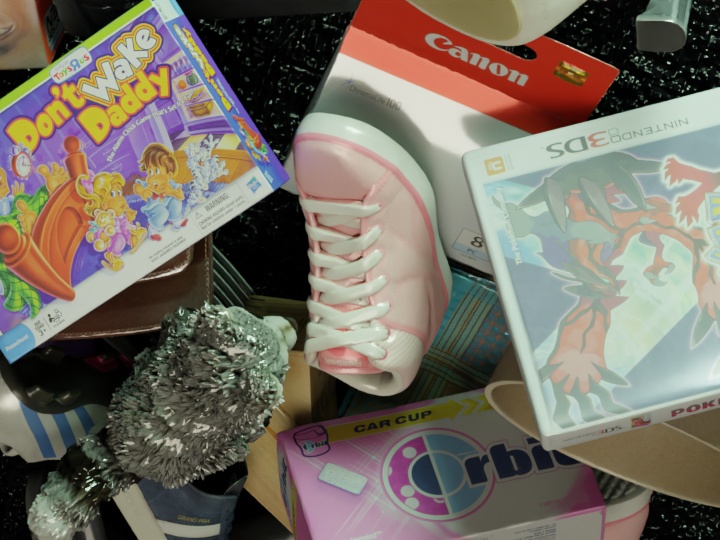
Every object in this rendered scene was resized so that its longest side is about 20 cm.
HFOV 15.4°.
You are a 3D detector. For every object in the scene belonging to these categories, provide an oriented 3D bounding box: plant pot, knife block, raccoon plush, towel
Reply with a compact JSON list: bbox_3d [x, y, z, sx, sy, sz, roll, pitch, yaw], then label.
[{"bbox_3d":[0.197,0.017,1.611,0.186,0.201,0.187,21,166,6],"label":"plant pot"},{"bbox_3d":[-0.105,0.070,1.770,0.174,0.064,0.201,6,121,15],"label":"knife block"},{"bbox_3d":[-0.114,0.101,1.613,0.096,0.134,0.201,36,83,-3],"label":"raccoon plush"},{"bbox_3d":[0.067,0.087,1.784,0.146,0.022,0.201,24,122,-5],"label":"towel"}]

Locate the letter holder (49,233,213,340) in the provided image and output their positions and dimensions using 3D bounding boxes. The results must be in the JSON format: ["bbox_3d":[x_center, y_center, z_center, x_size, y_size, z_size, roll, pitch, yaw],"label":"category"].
[{"bbox_3d":[-0.200,-0.029,1.669,0.198,0.101,0.143,-2,87,12],"label":"letter holder"}]

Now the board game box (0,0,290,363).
[{"bbox_3d":[-0.162,-0.055,1.580,0.199,0.045,0.135,-33,93,16],"label":"board game box"}]

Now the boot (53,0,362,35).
[{"bbox_3d":[-0.095,-0.205,1.571,0.198,0.066,0.165,-2,154,14],"label":"boot"}]

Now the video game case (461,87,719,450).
[{"bbox_3d":[0.167,-0.007,1.526,0.181,0.201,0.023,-14,148,-1],"label":"video game case"}]

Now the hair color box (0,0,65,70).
[{"bbox_3d":[-0.252,-0.222,1.619,0.110,0.064,0.201,-3,122,10],"label":"hair color box"}]

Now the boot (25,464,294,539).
[{"bbox_3d":[-0.115,0.189,1.848,0.198,0.066,0.166,-10,125,17],"label":"boot"}]

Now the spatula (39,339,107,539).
[{"bbox_3d":[-0.195,0.119,1.803,0.056,0.021,0.202,-10,92,-2],"label":"spatula"}]

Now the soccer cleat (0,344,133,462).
[{"bbox_3d":[-0.189,0.093,1.759,0.086,0.070,0.199,-36,149,27],"label":"soccer cleat"}]

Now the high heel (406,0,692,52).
[{"bbox_3d":[0.104,-0.201,1.540,0.198,0.143,0.072,11,145,5],"label":"high heel"}]

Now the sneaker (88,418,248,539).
[{"bbox_3d":[-0.104,0.161,1.751,0.084,0.075,0.201,-25,135,-1],"label":"sneaker"}]

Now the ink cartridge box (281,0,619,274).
[{"bbox_3d":[0.050,-0.086,1.620,0.159,0.048,0.200,23,149,-5],"label":"ink cartridge box"}]

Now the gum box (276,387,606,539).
[{"bbox_3d":[0.056,0.145,1.702,0.198,0.114,0.066,-11,139,-10],"label":"gum box"}]

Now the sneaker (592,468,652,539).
[{"bbox_3d":[0.098,0.183,1.784,0.198,0.076,0.105,-8,135,-7],"label":"sneaker"}]

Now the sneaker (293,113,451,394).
[{"bbox_3d":[0.000,0.000,1.622,0.075,0.105,0.201,8,146,25],"label":"sneaker"}]
